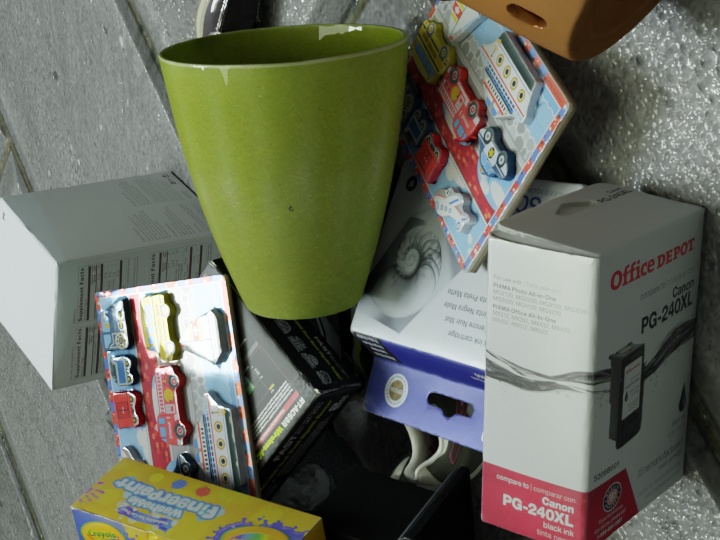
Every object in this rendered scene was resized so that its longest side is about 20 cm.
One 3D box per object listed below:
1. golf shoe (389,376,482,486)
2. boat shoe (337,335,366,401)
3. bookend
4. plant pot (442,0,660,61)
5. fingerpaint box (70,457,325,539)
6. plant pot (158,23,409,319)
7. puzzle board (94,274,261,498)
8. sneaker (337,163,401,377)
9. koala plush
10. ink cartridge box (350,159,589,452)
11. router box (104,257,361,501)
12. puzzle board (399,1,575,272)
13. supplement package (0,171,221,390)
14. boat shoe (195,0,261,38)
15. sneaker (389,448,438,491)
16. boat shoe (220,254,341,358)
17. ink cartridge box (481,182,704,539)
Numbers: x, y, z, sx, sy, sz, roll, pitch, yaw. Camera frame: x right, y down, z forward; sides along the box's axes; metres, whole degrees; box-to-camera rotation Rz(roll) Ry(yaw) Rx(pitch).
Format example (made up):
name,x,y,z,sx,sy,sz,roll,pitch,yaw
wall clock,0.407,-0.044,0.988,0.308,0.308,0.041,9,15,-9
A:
name,x,y,z,sx,sy,sz,roll,pitch,yaw
golf shoe,0.066,0.073,1.134,0.077,0.087,0.202,-9,91,59
boat shoe,-0.059,0.066,1.336,0.200,0.072,0.062,34,131,54
bookend,-0.012,0.238,1.149,0.198,0.092,0.200,12,126,30
plant pot,0.125,-0.225,0.869,0.140,0.199,0.201,45,137,17
fingerpaint box,-0.115,0.253,1.120,0.198,0.073,0.168,10,124,32
plant pot,-0.049,-0.072,1.081,0.187,0.186,0.202,19,119,53
puzzle board,-0.153,0.111,1.168,0.150,0.017,0.202,-8,91,37
sneaker,0.000,0.000,1.223,0.083,0.071,0.202,22,118,53
koala plush,-0.072,0.197,1.306,0.198,0.177,0.185,7,74,32
ink cartridge box,0.076,0.025,1.058,0.199,0.040,0.202,12,85,50
router box,-0.110,0.109,1.185,0.150,0.062,0.200,50,121,22
puzzle board,0.077,-0.121,1.041,0.151,0.017,0.201,-61,36,34
supplement package,-0.260,0.006,1.503,0.152,0.199,0.152,40,132,44
boat shoe,-0.120,-0.205,1.347,0.065,0.072,0.201,43,132,25
sneaker,0.064,0.241,1.221,0.080,0.073,0.202,18,121,37
boat shoe,-0.084,0.036,1.294,0.072,0.071,0.200,-44,44,8
ink cartridge box,0.152,0.059,0.932,0.083,0.145,0.202,15,113,36
